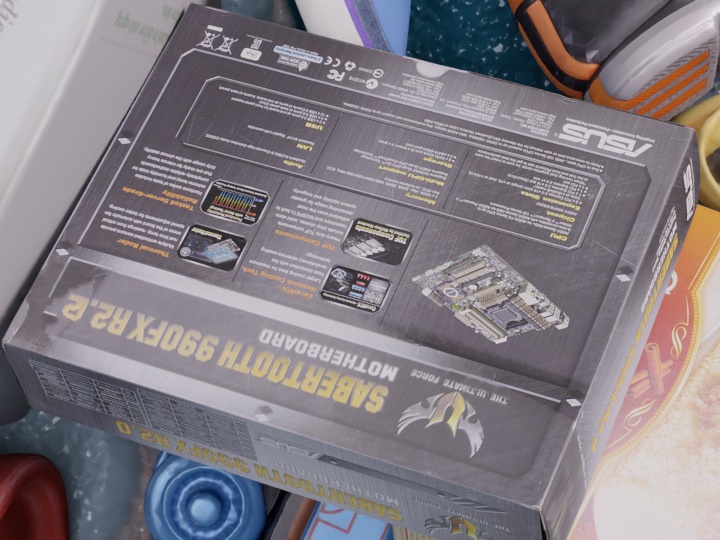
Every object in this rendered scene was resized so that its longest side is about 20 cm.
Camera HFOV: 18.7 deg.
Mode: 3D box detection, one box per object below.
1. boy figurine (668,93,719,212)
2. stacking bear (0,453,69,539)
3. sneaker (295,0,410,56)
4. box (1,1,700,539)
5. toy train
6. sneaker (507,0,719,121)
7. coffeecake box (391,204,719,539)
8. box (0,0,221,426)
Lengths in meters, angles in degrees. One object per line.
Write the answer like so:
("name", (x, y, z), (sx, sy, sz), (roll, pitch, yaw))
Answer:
("boy figurine", (0.213, -0.028, 0.823), (0.199, 0.064, 0.125), (23, 96, 2))
("stacking bear", (-0.225, 0.106, 0.855), (0.199, 0.121, 0.114), (11, 95, 13))
("sneaker", (0.038, -0.175, 0.828), (0.146, 0.081, 0.201), (-12, 85, 11))
("box", (0.000, 0.000, 0.761), (0.199, 0.048, 0.159), (15, 61, 18))
("toy train", (-0.029, 0.100, 0.845), (0.114, 0.087, 0.201), (25, 92, -4))
("sneaker", (0.140, -0.146, 0.821), (0.199, 0.078, 0.112), (-31, 70, -10))
("coffeecake box", (0.132, 0.068, 0.770), (0.199, 0.073, 0.154), (21, 60, 21))
("box", (-0.178, -0.056, 0.796), (0.171, 0.199, 0.201), (27, 94, 4))
